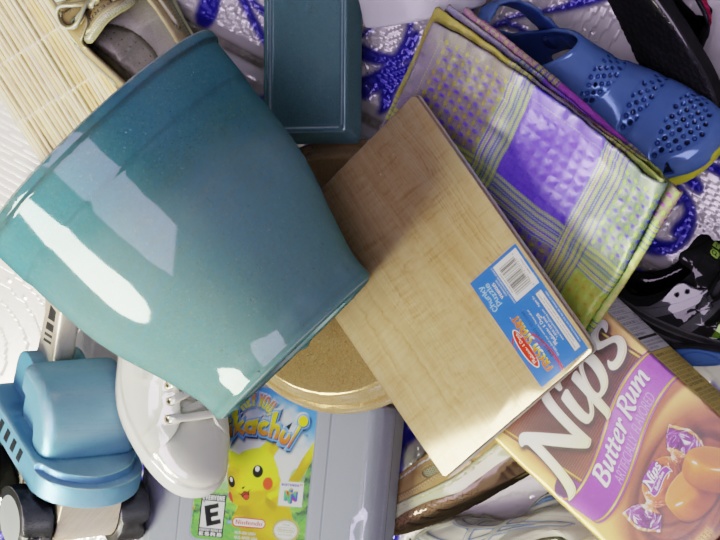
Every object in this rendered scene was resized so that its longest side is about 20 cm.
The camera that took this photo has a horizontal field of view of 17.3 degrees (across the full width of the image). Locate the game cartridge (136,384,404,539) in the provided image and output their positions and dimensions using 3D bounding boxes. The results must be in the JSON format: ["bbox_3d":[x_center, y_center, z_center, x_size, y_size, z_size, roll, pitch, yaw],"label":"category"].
[{"bbox_3d":[-0.066,0.137,1.648,0.200,0.040,0.134,1,78,30],"label":"game cartridge"}]

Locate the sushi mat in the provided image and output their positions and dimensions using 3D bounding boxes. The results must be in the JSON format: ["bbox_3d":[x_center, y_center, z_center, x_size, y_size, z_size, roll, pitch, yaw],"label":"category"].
[{"bbox_3d":[-0.209,-0.128,1.678,0.096,0.012,0.200,-31,92,21],"label":"sushi mat"}]

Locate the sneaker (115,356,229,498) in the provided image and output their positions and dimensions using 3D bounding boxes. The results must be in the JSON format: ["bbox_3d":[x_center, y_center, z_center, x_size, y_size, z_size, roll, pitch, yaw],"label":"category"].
[{"bbox_3d":[-0.127,0.054,1.614,0.085,0.073,0.200,-34,68,59],"label":"sneaker"}]

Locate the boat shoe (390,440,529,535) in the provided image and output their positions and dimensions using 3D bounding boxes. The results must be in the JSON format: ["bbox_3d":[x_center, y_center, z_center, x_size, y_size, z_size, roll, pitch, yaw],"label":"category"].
[{"bbox_3d":[0.084,0.113,1.625,0.200,0.072,0.076,-29,78,15],"label":"boat shoe"}]

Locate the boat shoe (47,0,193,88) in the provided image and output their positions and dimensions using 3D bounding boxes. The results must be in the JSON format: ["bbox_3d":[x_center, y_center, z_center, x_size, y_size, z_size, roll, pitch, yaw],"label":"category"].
[{"bbox_3d":[-0.154,-0.157,1.622,0.073,0.063,0.201,-37,91,9],"label":"boat shoe"}]

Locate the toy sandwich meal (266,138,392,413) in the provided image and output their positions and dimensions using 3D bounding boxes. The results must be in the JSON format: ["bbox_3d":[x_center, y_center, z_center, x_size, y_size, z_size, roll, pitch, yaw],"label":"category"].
[{"bbox_3d":[0.000,0.000,1.608,0.205,0.070,0.206,-1,89,25],"label":"toy sandwich meal"}]

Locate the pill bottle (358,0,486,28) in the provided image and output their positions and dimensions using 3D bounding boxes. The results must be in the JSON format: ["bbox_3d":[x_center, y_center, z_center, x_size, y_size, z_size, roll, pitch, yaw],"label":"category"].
[{"bbox_3d":[0.023,-0.262,1.525,0.111,0.111,0.200,-8,100,18],"label":"pill bottle"}]

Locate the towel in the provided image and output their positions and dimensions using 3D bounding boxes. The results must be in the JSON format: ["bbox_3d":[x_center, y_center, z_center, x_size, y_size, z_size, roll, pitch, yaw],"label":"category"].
[{"bbox_3d":[0.094,-0.058,1.494,0.200,0.023,0.144,41,121,20],"label":"towel"}]

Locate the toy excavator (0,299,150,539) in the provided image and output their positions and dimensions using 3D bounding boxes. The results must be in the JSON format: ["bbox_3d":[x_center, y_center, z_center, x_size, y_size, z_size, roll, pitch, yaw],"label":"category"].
[{"bbox_3d":[-0.210,0.070,1.665,0.194,0.100,0.200,49,132,47],"label":"toy excavator"}]

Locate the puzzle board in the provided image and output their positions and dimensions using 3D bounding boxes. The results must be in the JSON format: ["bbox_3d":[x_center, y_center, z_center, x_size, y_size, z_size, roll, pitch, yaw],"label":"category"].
[{"bbox_3d":[0.048,0.011,1.518,0.151,0.017,0.200,-44,74,34],"label":"puzzle board"}]

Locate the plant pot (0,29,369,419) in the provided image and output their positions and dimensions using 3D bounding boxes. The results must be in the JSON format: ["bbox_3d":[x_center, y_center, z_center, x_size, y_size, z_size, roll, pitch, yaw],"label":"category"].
[{"bbox_3d":[-0.102,-0.017,1.503,0.188,0.200,0.200,46,111,2],"label":"plant pot"}]

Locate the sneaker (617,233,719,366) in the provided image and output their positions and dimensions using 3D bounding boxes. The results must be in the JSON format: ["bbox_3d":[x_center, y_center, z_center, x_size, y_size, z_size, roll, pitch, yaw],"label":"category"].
[{"bbox_3d":[0.244,0.018,1.545,0.199,0.071,0.083,-3,108,20],"label":"sneaker"}]

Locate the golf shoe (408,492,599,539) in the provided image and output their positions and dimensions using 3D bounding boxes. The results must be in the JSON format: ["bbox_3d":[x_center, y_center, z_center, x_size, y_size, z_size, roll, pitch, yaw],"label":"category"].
[{"bbox_3d":[0.086,0.208,1.624,0.200,0.097,0.078,-27,96,22],"label":"golf shoe"}]

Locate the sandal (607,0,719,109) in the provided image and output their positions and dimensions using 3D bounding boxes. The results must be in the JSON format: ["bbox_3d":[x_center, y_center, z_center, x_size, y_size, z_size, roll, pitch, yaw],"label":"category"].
[{"bbox_3d":[0.188,-0.184,1.518,0.045,0.075,0.200,-35,101,-18],"label":"sandal"}]

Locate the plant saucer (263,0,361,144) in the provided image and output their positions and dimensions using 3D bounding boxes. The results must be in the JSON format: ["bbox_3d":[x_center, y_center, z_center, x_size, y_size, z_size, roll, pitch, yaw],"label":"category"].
[{"bbox_3d":[-0.034,-0.185,1.586,0.070,0.019,0.200,0,90,17],"label":"plant saucer"}]

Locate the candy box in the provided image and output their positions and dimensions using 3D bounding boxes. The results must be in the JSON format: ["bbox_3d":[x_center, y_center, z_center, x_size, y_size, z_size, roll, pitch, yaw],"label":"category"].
[{"bbox_3d":[0.165,0.100,1.527,0.200,0.056,0.117,43,107,16],"label":"candy box"}]

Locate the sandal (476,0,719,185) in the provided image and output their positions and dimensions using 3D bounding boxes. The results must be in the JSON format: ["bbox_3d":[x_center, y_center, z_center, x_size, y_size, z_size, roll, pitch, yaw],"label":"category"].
[{"bbox_3d":[0.139,-0.116,1.514,0.200,0.080,0.087,20,151,20],"label":"sandal"}]
